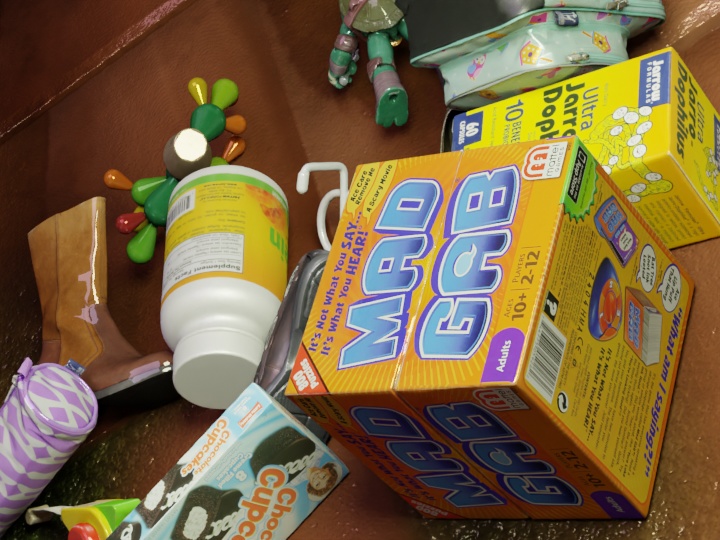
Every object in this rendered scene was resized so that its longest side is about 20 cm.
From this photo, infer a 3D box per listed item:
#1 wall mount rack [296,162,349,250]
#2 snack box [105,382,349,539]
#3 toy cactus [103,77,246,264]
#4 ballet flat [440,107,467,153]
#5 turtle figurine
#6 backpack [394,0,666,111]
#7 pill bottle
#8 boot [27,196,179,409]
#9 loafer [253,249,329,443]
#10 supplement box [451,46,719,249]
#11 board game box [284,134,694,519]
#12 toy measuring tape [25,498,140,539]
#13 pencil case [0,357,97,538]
[{"bbox_3d":[0.000,0.000,1.643,0.199,0.074,0.176,12,103,51],"label":"wall mount rack"},{"bbox_3d":[-0.114,0.198,1.546,0.200,0.116,0.037,-47,41,-1],"label":"snack box"},{"bbox_3d":[-0.169,-0.106,1.811,0.201,0.102,0.165,-52,1,-14],"label":"toy cactus"},{"bbox_3d":[0.091,-0.096,1.666,0.067,0.046,0.202,-12,51,32],"label":"ballet flat"},{"bbox_3d":[0.023,-0.226,1.794,0.149,0.101,0.201,-36,48,11],"label":"turtle figurine"},{"bbox_3d":[0.153,-0.215,1.599,0.175,0.199,0.155,-20,86,54],"label":"backpack"},{"bbox_3d":[-0.119,0.016,1.700,0.110,0.111,0.201,-22,46,24],"label":"pill bottle"},{"bbox_3d":[-0.231,0.032,1.778,0.187,0.068,0.202,-21,65,42],"label":"boot"},{"bbox_3d":[-0.051,0.080,1.608,0.063,0.071,0.202,29,102,65],"label":"loafer"},{"bbox_3d":[0.178,-0.077,1.531,0.198,0.110,0.110,-16,49,29],"label":"supplement box"},{"bbox_3d":[0.101,0.049,1.424,0.198,0.200,0.202,-6,55,37],"label":"board game box"},{"bbox_3d":[-0.233,0.235,1.666,0.199,0.073,0.074,-12,49,54],"label":"toy measuring tape"},{"bbox_3d":[-0.313,0.167,1.718,0.200,0.085,0.084,-50,19,26],"label":"pencil case"}]
